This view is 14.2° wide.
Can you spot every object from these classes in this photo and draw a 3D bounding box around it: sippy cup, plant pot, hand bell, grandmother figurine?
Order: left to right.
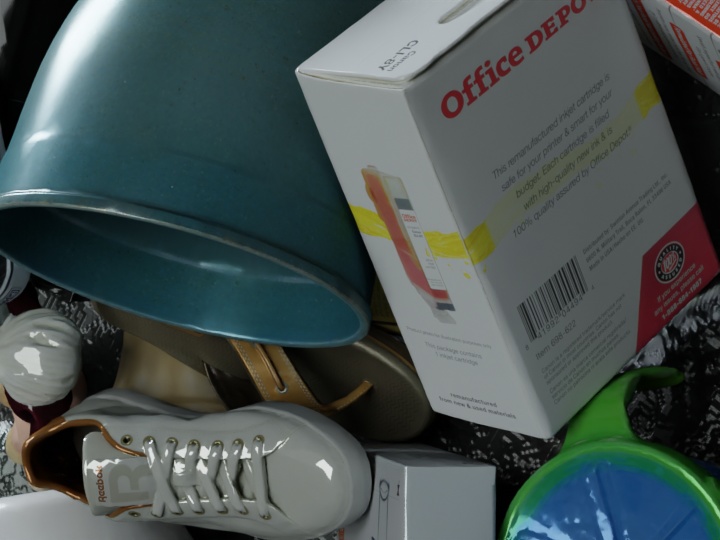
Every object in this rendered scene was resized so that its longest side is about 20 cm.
[{"bbox_3d":[-0.178,0.059,1.602,0.060,0.200,0.122,-18,83,-10],"label":"grandmother figurine"},{"bbox_3d":[-0.105,-0.003,1.619,0.104,0.104,0.201,-13,71,34],"label":"hand bell"},{"bbox_3d":[-0.069,-0.083,1.427,0.199,0.200,0.189,4,72,35],"label":"plant pot"},{"bbox_3d":[0.153,0.147,1.398,0.139,0.130,0.179,27,105,30],"label":"sippy cup"}]

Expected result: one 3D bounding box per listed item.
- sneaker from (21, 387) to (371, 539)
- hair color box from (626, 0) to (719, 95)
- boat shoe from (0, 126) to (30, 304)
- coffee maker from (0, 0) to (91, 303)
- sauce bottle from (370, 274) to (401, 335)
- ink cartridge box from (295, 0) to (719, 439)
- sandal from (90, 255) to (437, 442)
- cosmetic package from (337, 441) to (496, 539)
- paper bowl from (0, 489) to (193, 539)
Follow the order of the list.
[{"bbox_3d":[-0.089,0.108,1.472,0.199,0.085,0.073,4,106,37],"label":"sneaker"},{"bbox_3d":[0.151,-0.148,1.398,0.200,0.111,0.064,38,87,23],"label":"hair color box"},{"bbox_3d":[-0.239,-0.074,1.550,0.073,0.068,0.200,-22,77,29],"label":"boat shoe"},{"bbox_3d":[-0.174,-0.102,1.629,0.192,0.134,0.201,20,99,31],"label":"coffee maker"},{"bbox_3d":[0.000,0.000,1.530,0.199,0.065,0.065,7,93,24],"label":"sauce bottle"},{"bbox_3d":[0.073,-0.046,1.370,0.083,0.145,0.201,12,133,47],"label":"ink cartridge box"},{"bbox_3d":[-0.056,0.050,1.522,0.199,0.054,0.080,22,141,3],"label":"sandal"},{"bbox_3d":[0.025,0.167,1.461,0.051,0.200,0.152,3,89,-10],"label":"cosmetic package"},{"bbox_3d":[-0.169,0.176,1.579,0.200,0.200,0.105,-15,80,34],"label":"paper bowl"}]
